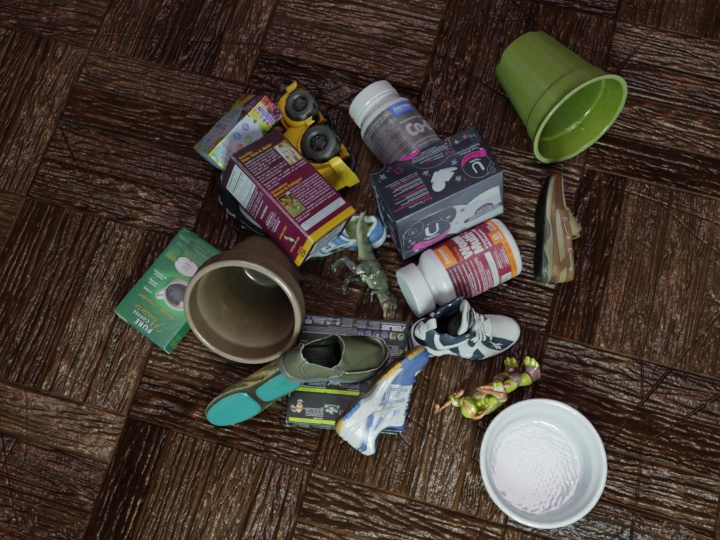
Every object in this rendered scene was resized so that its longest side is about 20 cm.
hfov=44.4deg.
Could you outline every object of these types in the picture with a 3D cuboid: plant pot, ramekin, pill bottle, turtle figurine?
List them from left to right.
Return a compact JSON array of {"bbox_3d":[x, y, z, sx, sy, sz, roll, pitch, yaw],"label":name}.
[{"bbox_3d":[-0.179,0.026,1.486,0.199,0.201,0.175,9,33,5],"label":"plant pot"},{"bbox_3d":[0.072,-0.243,1.614,0.114,0.114,0.200,-34,74,-10],"label":"pill bottle"},{"bbox_3d":[0.170,-0.002,1.531,0.199,0.110,0.110,-25,72,-7],"label":"pill bottle"},{"bbox_3d":[0.222,0.199,1.441,0.161,0.200,0.065,-29,86,-29],"label":"turtle figurine"},{"bbox_3d":[0.288,0.314,1.426,0.199,0.098,0.201,0,72,1],"label":"ramekin"},{"bbox_3d":[0.348,-0.333,1.616,0.199,0.200,0.190,-29,60,-8],"label":"plant pot"}]

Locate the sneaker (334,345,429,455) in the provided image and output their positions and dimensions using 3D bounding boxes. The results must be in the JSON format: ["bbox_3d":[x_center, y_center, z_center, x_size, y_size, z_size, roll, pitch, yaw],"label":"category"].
[{"bbox_3d":[0.051,0.213,1.445,0.088,0.075,0.200,44,84,1],"label":"sneaker"}]

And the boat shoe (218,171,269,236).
[{"bbox_3d":[-0.197,-0.108,1.566,0.075,0.061,0.200,-2,34,-28],"label":"boat shoe"}]

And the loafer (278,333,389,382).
[{"bbox_3d":[-0.032,0.142,1.431,0.199,0.070,0.076,-7,69,-32],"label":"loafer"}]

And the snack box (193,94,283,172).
[{"bbox_3d":[-0.222,-0.247,1.575,0.053,0.200,0.142,43,86,-21],"label":"snack box"}]

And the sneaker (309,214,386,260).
[{"bbox_3d":[-0.053,-0.068,1.577,0.199,0.077,0.076,-11,73,-1],"label":"sneaker"}]

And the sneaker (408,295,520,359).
[{"bbox_3d":[0.188,0.094,1.475,0.198,0.130,0.080,4,69,-11],"label":"sneaker"}]

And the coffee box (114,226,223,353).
[{"bbox_3d":[-0.326,0.033,1.567,0.123,0.044,0.200,32,75,12],"label":"coffee box"}]

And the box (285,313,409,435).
[{"bbox_3d":[-0.019,0.176,1.510,0.199,0.048,0.194,4,74,2],"label":"box"}]

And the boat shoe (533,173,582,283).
[{"bbox_3d":[0.354,-0.071,1.575,0.073,0.076,0.201,6,79,-2],"label":"boat shoe"}]

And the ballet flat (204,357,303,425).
[{"bbox_3d":[-0.174,0.199,1.485,0.200,0.071,0.071,-30,70,22],"label":"ballet flat"}]

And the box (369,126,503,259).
[{"bbox_3d":[0.133,-0.128,1.504,0.199,0.132,0.115,-24,59,-4],"label":"box"}]

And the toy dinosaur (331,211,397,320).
[{"bbox_3d":[0.000,0.000,1.544,0.088,0.047,0.201,-18,107,6],"label":"toy dinosaur"}]

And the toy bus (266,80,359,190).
[{"bbox_3d":[-0.123,-0.212,1.613,0.192,0.136,0.201,-31,71,9],"label":"toy bus"}]

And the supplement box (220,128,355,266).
[{"bbox_3d":[-0.122,-0.123,1.472,0.200,0.086,0.110,46,54,8],"label":"supplement box"}]
